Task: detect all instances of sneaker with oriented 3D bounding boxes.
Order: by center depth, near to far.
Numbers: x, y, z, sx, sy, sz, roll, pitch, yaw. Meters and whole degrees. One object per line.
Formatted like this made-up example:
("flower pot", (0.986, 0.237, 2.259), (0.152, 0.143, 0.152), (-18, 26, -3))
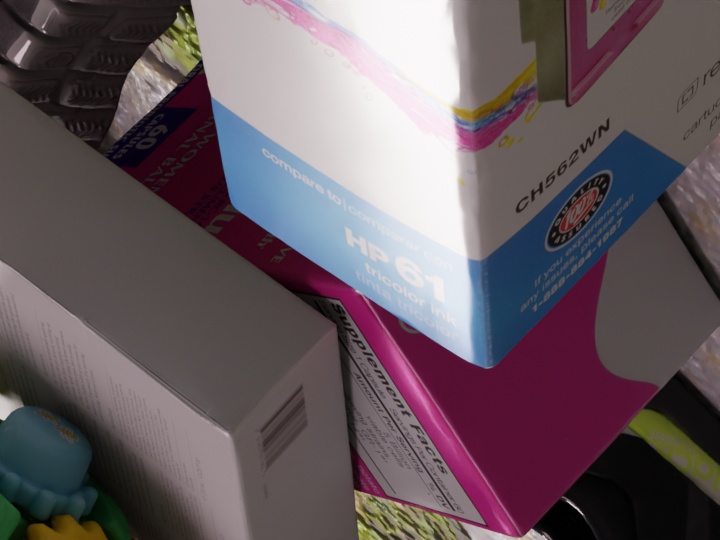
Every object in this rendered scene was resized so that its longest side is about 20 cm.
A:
("sneaker", (-0.122, -0.095, 0.909), (0.200, 0.078, 0.112), (-45, 65, 29))
("sneaker", (0.110, 0.110, 0.913), (0.200, 0.083, 0.072), (42, 158, 7))

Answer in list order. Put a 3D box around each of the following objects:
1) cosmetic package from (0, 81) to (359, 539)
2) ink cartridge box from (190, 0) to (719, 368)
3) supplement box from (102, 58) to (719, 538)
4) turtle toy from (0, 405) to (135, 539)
("cosmetic package", (-0.072, 0.041, 0.885), (0.151, 0.052, 0.200), (34, 156, 21))
("ink cartridge box", (0.037, -0.096, 0.597), (0.085, 0.145, 0.200), (34, 156, 25))
("supplement box", (0.000, 0.000, 0.890), (0.200, 0.101, 0.103), (11, 140, 54))
("turtle toy", (-0.103, 0.122, 0.862), (0.101, 0.146, 0.200), (-5, 130, 35))
